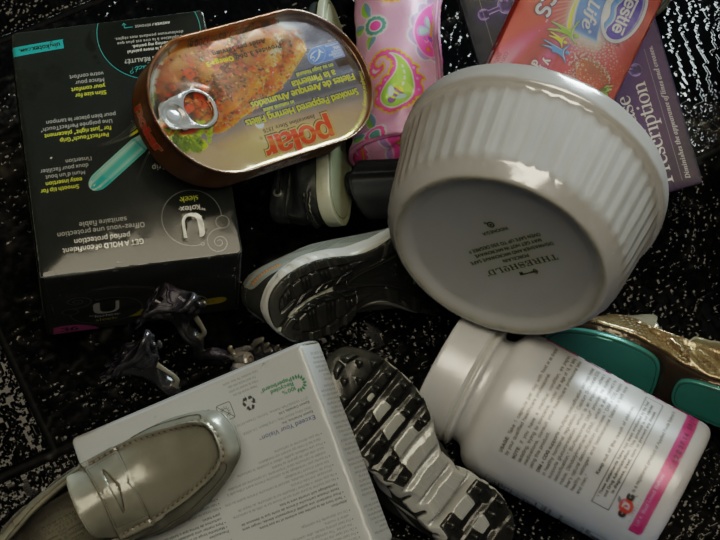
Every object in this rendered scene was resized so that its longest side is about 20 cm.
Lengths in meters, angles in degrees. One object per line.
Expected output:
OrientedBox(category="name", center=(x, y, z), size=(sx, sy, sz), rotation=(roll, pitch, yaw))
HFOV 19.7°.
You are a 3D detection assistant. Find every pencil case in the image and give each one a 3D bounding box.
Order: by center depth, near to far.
OrientedBox(category="pencil case", center=(0.033, -0.170, 1.639), size=(0.087, 0.087, 0.200), rotation=(1, 67, -3))

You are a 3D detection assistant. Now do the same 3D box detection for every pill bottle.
OrientedBox(category="pill bottle", center=(0.144, 0.117, 1.520), size=(0.200, 0.113, 0.113), rotation=(28, 70, 8))

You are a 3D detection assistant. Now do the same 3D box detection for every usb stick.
OrientedBox(category="usb stick", center=(0.083, -0.062, 1.559), size=(0.200, 0.056, 0.033), rotation=(0, 44, 28))

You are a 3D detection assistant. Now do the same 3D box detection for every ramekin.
OrientedBox(category="ramekin", center=(0.111, -0.042, 1.466), size=(0.202, 0.203, 0.094), rotation=(22, 51, 5))

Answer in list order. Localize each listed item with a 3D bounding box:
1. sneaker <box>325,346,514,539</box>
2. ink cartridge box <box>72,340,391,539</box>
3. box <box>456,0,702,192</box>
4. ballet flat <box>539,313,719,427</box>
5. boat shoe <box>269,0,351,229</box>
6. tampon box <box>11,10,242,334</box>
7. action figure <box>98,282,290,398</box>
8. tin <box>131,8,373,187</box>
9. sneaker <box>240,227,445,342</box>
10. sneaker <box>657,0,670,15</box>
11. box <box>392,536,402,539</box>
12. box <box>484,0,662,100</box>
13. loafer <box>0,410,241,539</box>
OrientedBox(category="sneaker", center=(0.024, 0.132, 1.487), size=(0.066, 0.090, 0.200), rotation=(-49, 116, -20))
OrientedBox(category="ink cartridge box", center=(-0.082, 0.175, 1.432), size=(0.196, 0.043, 0.200), rotation=(-23, 84, 22))
OrientedBox(category="box", center=(0.166, -0.143, 1.595), size=(0.141, 0.079, 0.200), rotation=(-17, 92, 6))
OrientedBox(category="ballet flat", center=(0.234, 0.071, 1.580), size=(0.200, 0.071, 0.065), rotation=(22, 42, 2))
OrientedBox(category="boat shoe", center=(-0.045, -0.122, 1.628), size=(0.066, 0.075, 0.200), rotation=(-9, 68, 18))
OrientedBox(category="tampon box", center=(-0.177, -0.072, 1.568), size=(0.150, 0.126, 0.200), rotation=(-7, 70, -8))
OrientedBox(category="action figure", center=(-0.086, 0.094, 1.527), size=(0.200, 0.102, 0.119), rotation=(36, 60, -18))
OrientedBox(category="tin", center=(-0.078, -0.125, 1.523), size=(0.200, 0.042, 0.112), rotation=(-20, 76, -39))
OrientedBox(category="sneaker", center=(0.000, 0.000, 1.568), size=(0.200, 0.079, 0.074), rotation=(-12, 106, -32))
OrientedBox(category="sneaker", center=(0.179, -0.200, 1.665), size=(0.076, 0.081, 0.200), rotation=(42, 74, 11))
OrientedBox(category="box", center=(-0.026, 0.279, 1.482), size=(0.198, 0.050, 0.200), rotation=(16, 69, 4))
OrientedBox(category="box", center=(0.165, -0.198, 1.503), size=(0.095, 0.100, 0.200), rotation=(25, 93, 0))
OrientedBox(category="loafer", center=(-0.168, 0.158, 1.409), size=(0.200, 0.070, 0.070), rotation=(-35, 79, 22))
